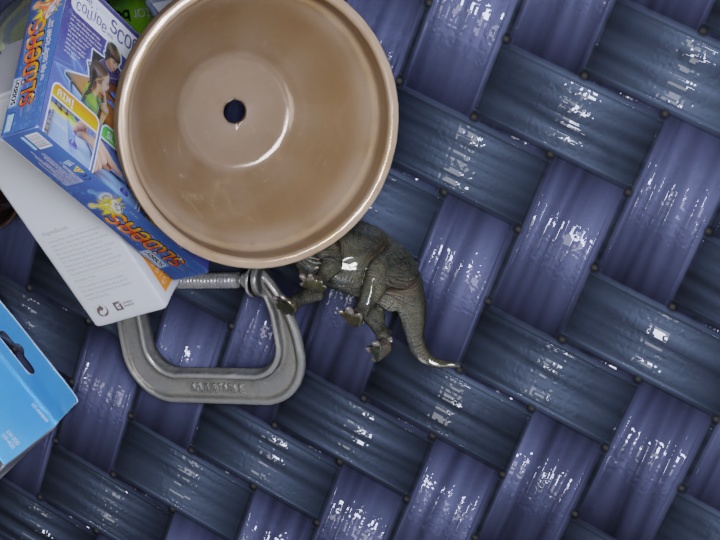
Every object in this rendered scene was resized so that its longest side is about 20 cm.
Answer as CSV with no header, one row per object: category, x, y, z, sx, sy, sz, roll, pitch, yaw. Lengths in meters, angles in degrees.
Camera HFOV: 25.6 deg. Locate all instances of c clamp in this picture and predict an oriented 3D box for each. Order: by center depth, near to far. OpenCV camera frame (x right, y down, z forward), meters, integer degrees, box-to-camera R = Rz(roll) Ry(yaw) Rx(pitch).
c clamp,-0.136,0.031,1.280,0.198,0.027,0.172,5,109,24

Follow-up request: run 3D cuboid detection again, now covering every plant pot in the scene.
plant pot,-0.080,-0.108,1.120,0.199,0.093,0.203,-4,101,-19

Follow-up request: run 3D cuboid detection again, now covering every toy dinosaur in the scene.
toy dinosaur,0.000,0.000,1.175,0.199,0.103,0.077,27,146,-1

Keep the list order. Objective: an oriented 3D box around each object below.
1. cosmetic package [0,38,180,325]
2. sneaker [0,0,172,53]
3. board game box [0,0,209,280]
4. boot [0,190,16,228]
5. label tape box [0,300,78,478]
cosmetic package,-0.203,-0.070,1.178,0.071,0.102,0.201,-15,122,28
sneaker,-0.207,-0.191,1.207,0.199,0.081,0.074,-9,103,27
board game box,-0.168,-0.100,1.132,0.034,0.136,0.200,-12,145,27
boot,-0.318,-0.063,1.251,0.199,0.166,0.073,-29,94,29
label tape box,-0.360,0.123,1.392,0.200,0.066,0.144,-41,88,31
